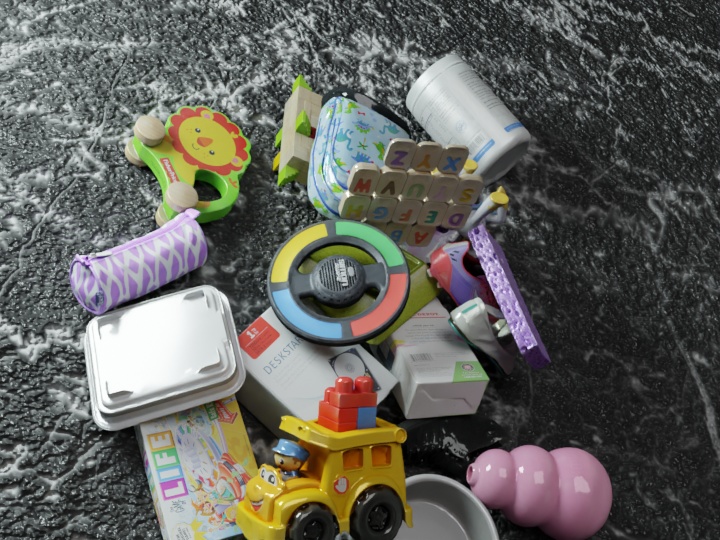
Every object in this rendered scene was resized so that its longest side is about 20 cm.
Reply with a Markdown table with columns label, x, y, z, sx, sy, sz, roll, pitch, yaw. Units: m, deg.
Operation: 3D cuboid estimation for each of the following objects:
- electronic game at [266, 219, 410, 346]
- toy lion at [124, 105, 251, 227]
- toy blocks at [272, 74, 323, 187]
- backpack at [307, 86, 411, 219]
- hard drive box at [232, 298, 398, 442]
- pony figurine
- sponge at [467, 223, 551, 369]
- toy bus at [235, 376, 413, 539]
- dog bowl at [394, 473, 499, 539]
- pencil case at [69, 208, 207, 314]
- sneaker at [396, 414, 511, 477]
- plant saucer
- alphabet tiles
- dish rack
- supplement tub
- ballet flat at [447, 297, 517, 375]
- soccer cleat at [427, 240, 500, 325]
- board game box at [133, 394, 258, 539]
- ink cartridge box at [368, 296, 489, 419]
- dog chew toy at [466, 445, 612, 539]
| label | x | y | z | sx | sy | sz | roll | pitch | yaw |
| --- | --- | --- | --- | --- | --- | --- | --- | --- | --- |
| electronic game | -0.030 | 0.014 | 1.311 | 0.196 | 0.042 | 0.203 | -1 | 55 | 1 |
| toy lion | -0.245 | -0.165 | 1.466 | 0.189 | 0.069 | 0.202 | -11 | 62 | -38 |
| toy blocks | -0.057 | -0.203 | 1.560 | 0.135 | 0.100 | 0.203 | 20 | 51 | -24 |
| backpack | -0.004 | -0.162 | 1.448 | 0.161 | 0.153 | 0.203 | 30 | 68 | -17 |
| hard drive box | -0.074 | 0.147 | 1.308 | 0.199 | 0.077 | 0.156 | 40 | 51 | 7 |
| pony figurine | 0.137 | -0.081 | 1.505 | 0.190 | 0.202 | 0.168 | 23 | 51 | 12 |
| sponge | 0.215 | 0.039 | 1.391 | 0.029 | 0.111 | 0.203 | -27 | 64 | 12 |
| toy bus | -0.041 | 0.223 | 1.141 | 0.197 | 0.135 | 0.196 | -2 | 96 | -30 |
| dog bowl | 0.093 | 0.357 | 1.247 | 0.196 | 0.059 | 0.203 | 12 | 54 | -16 |
| pencil case | -0.300 | -0.014 | 1.307 | 0.083 | 0.087 | 0.199 | 18 | 32 | 36 |
| sneaker | 0.110 | 0.244 | 1.332 | 0.198 | 0.060 | 0.104 | -26 | 65 | -38 |
| plant saucer | 0.000 | 0.000 | 1.405 | 0.198 | 0.048 | 0.199 | 31 | 38 | 20 |
| alphabet tiles | 0.072 | -0.104 | 1.365 | 0.196 | 0.197 | 0.015 | 3 | 47 | -19 |
| dish rack | -0.255 | 0.100 | 1.229 | 0.196 | 0.044 | 0.173 | -15 | 53 | -7 |
| supplement tub | 0.186 | -0.256 | 1.668 | 0.131 | 0.132 | 0.201 | -27 | 71 | -35 |
| ballet flat | 0.193 | 0.096 | 1.397 | 0.200 | 0.069 | 0.070 | 41 | 32 | -51 |
| soccer cleat | 0.175 | 0.033 | 1.448 | 0.200 | 0.076 | 0.067 | 49 | 34 | -32 |
| board game box | -0.200 | 0.246 | 1.211 | 0.132 | 0.034 | 0.203 | -8 | 61 | -28 |
| ink cartridge box | 0.087 | 0.116 | 1.383 | 0.115 | 0.068 | 0.201 | 0 | 36 | -23 |
| dog chew toy | 0.239 | 0.294 | 1.313 | 0.196 | 0.125 | 0.126 | 14 | 52 | -12 |
